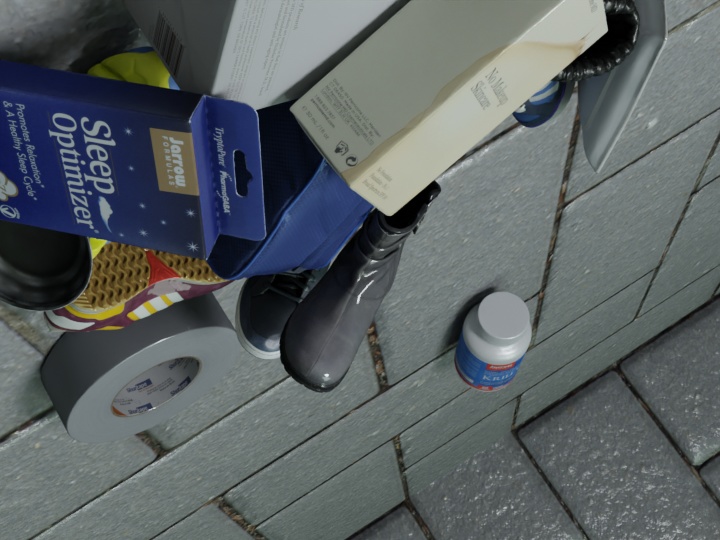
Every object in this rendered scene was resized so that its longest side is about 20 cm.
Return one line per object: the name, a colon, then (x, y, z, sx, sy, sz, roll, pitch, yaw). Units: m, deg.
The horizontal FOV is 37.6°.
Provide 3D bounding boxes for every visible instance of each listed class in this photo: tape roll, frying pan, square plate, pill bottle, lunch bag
tape roll: (-0.227, 0.096, 1.107, 0.200, 0.066, 0.200, -30, 157, -14)
frying pan: (-0.222, -0.040, 0.771, 0.190, 0.115, 0.031, -31, -162, 26)
square plate: (0.236, -0.226, 0.989, 0.028, 0.199, 0.200, 6, 151, -3)
pill bottle: (0.217, 0.114, 1.728, 0.112, 0.112, 0.200, -29, 158, -15)
lunch bag: (-0.058, -0.084, 0.879, 0.132, 0.136, 0.200, -7, 147, -48)

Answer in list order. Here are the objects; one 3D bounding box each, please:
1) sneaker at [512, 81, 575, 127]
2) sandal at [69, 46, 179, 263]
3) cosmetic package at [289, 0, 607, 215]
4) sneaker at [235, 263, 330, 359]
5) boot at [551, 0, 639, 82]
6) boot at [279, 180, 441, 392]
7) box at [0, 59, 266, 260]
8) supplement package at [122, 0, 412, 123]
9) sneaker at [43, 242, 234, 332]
sneaker: (0.137, -0.197, 1.021, 0.146, 0.081, 0.200, -18, 157, -19)
sandal: (-0.174, -0.092, 0.792, 0.087, 0.080, 0.200, -30, 166, -45)
cosmetic package: (0.062, -0.134, 0.703, 0.200, 0.073, 0.103, -40, 163, 9)
sneaker: (-0.056, -0.027, 0.997, 0.146, 0.077, 0.203, 113, -1, -56)
boot: (0.168, -0.215, 0.845, 0.211, 0.158, 0.080, -38, 117, -21)
boot: (0.000, 0.000, 0.911, 0.132, 0.070, 0.200, -57, -174, 44)
box: (-0.162, -0.070, 0.686, 0.121, 0.199, 0.032, 91, 12, -46)
supplement package: (-0.035, -0.198, 0.694, 0.199, 0.121, 0.120, -21, 155, -31)
sneaker: (-0.196, 0.005, 0.972, 0.199, 0.075, 0.090, -14, 165, -40)
